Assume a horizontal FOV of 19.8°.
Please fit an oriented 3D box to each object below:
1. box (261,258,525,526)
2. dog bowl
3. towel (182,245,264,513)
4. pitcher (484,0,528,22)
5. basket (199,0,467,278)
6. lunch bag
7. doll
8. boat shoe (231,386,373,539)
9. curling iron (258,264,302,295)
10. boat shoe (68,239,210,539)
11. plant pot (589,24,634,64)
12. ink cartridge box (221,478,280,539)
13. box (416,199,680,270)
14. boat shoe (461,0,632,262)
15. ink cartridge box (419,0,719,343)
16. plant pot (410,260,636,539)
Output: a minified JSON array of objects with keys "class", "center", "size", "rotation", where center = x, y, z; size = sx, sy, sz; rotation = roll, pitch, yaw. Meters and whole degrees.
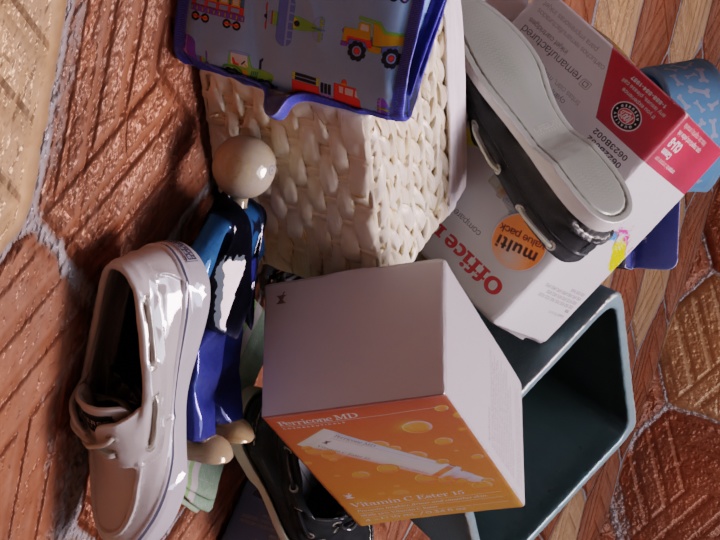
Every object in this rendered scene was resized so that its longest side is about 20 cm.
[{"class":"box","center":[0.026,0.086,1.373],"size":[0.200,0.124,0.098],"rotation":[54,31,-56]},{"class":"dog bowl","center":[0.224,-0.086,1.643],"size":[0.200,0.049,0.112],"rotation":[122,-36,-49]},{"class":"towel","center":[-0.108,0.074,1.388],"size":[0.200,0.023,0.153],"rotation":[57,51,-68]},{"class":"pitcher","center":[0.048,-0.198,1.464],"size":[0.200,0.121,0.172],"rotation":[74,30,-47]},{"class":"basket","center":[-0.015,-0.092,1.335],"size":[0.200,0.135,0.124],"rotation":[83,30,-51]},{"class":"lunch bag","center":[-0.023,-0.184,1.189],"size":[0.094,0.150,0.201],"rotation":[-1,107,-73]},{"class":"doll","center":[-0.084,0.013,1.290],"size":[0.136,0.048,0.201],"rotation":[-38,136,-69]},{"class":"boat shoe","center":[-0.025,0.157,1.489],"size":[0.075,0.066,0.200],"rotation":[-59,138,-34]},{"class":"curling iron","center":[-0.026,-0.038,1.532],"size":[0.050,0.026,0.200],"rotation":[52,42,-24]},{"class":"boat shoe","center":[-0.139,0.080,1.220],"size":[0.066,0.072,0.200],"rotation":[-13,126,-48]},{"class":"plant pot","center":[0.128,-0.092,1.766],"size":[0.200,0.186,0.187],"rotation":[-45,150,-34]},{"class":"ink cartridge box","center":[-0.058,0.227,1.605],"size":[0.137,0.076,0.200],"rotation":[73,36,-61]},{"class":"box","center":[0.143,-0.063,1.573],"size":[0.032,0.199,0.122],"rotation":[12,80,-71]},{"class":"boat shoe","center":[0.101,-0.096,1.378],"size":[0.075,0.200,0.060],"rotation":[-12,154,-43]},{"class":"ink cartridge box","center":[0.130,-0.069,1.481],"size":[0.200,0.145,0.145],"rotation":[-48,161,8]},{"class":"plant pot","center":[0.078,0.089,1.648],"size":[0.196,0.200,0.196],"rotation":[-44,146,-20]}]
